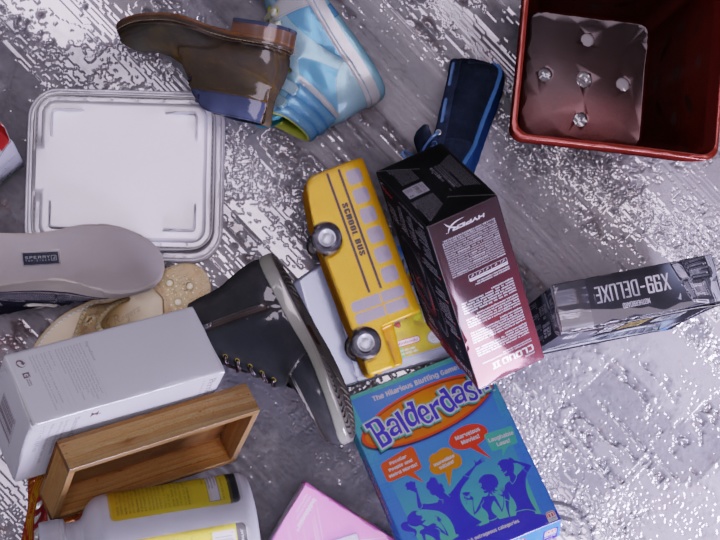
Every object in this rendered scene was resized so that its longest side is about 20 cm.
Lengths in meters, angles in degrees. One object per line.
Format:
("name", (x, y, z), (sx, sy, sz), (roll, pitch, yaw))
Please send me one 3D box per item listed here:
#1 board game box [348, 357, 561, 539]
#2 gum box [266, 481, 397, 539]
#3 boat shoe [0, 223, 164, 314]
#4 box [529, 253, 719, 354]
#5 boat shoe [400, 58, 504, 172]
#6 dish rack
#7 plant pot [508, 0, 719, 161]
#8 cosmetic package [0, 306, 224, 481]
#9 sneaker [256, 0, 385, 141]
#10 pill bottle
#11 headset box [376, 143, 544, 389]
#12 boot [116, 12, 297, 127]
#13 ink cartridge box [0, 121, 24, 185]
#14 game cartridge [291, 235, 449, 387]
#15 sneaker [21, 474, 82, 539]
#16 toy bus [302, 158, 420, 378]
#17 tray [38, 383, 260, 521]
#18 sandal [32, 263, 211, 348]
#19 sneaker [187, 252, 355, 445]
("board game box", (0.086, 0.190, 1.716), (0.151, 0.045, 0.201), (-21, 61, -9))
("gum box", (-0.059, 0.321, 1.722), (0.113, 0.066, 0.201), (32, 83, -1))
("boat shoe", (-0.296, 0.003, 1.725), (0.198, 0.093, 0.076), (3, 70, -19))
("box", (0.246, 0.036, 1.709), (0.156, 0.200, 0.050), (-11, 82, -7))
("boat shoe", (0.084, -0.121, 1.779), (0.068, 0.084, 0.201), (19, 65, 11))
("dish rack", (-0.234, -0.097, 1.756), (0.197, 0.044, 0.174), (1, 86, -4))
("plant pot", (0.239, -0.204, 1.742), (0.197, 0.176, 0.202), (6, 84, -5))
("cosmetic package", (-0.240, 0.115, 1.660), (0.198, 0.113, 0.082), (-14, 62, -29))
("sneaker", (-0.080, -0.219, 1.763), (0.130, 0.080, 0.201), (-37, 88, -9))
("pill bottle", (-0.194, 0.257, 1.640), (0.198, 0.112, 0.113), (-8, 86, -10))
("headset box", (0.096, 0.003, 1.663), (0.074, 0.149, 0.202), (-23, 117, -8))
("boot", (-0.160, -0.197, 1.730), (0.198, 0.075, 0.098), (7, 87, 27))
("ink cartridge box", (-0.393, -0.160, 1.667), (0.050, 0.200, 0.161), (-43, 89, -7))
("game cartridge", (0.034, 0.034, 1.774), (0.198, 0.040, 0.135), (-16, 83, -7))
("sneaker", (-0.282, 0.224, 1.720), (0.077, 0.073, 0.202), (18, 77, -36))
("toy bus", (0.000, 0.000, 1.724), (0.078, 0.065, 0.202), (-20, 86, -8))
("tray", (-0.199, 0.170, 1.670), (0.198, 0.099, 0.037), (-16, 62, -31))
("sandal", (-0.241, 0.055, 1.727), (0.211, 0.070, 0.078), (-32, 88, -7))
("sneaker", (-0.085, 0.095, 1.719), (0.106, 0.075, 0.201), (-29, 76, 7))
